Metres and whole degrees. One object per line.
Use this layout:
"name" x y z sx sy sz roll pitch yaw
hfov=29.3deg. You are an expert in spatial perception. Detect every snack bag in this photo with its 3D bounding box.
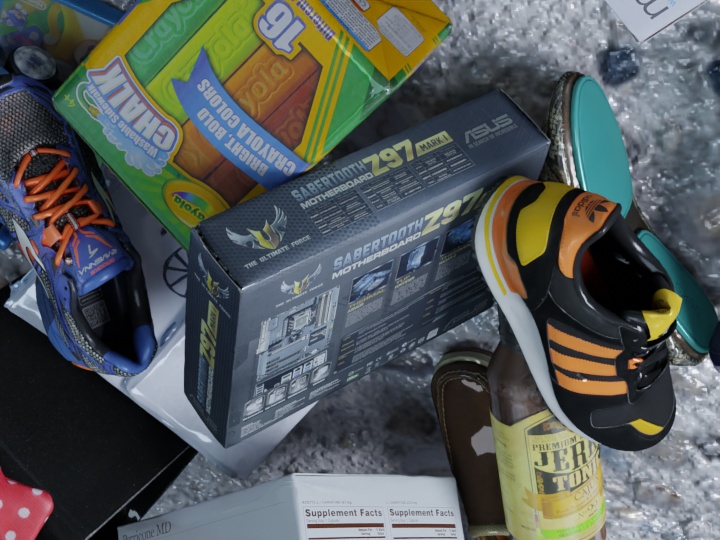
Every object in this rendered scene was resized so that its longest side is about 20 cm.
"snack bag" -0.092 0.013 0.869 0.200 0.021 0.189 40 101 -15

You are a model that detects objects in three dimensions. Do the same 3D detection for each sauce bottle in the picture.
"sauce bottle" 0.108 0.085 0.825 0.065 0.065 0.200 -1 119 21

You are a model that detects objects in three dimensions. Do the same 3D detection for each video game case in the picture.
"video game case" -0.181 -0.084 0.894 0.143 0.018 0.200 25 129 2

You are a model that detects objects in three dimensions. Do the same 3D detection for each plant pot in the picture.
"plant pot" -0.234 0.123 0.963 0.177 0.200 0.200 44 129 4

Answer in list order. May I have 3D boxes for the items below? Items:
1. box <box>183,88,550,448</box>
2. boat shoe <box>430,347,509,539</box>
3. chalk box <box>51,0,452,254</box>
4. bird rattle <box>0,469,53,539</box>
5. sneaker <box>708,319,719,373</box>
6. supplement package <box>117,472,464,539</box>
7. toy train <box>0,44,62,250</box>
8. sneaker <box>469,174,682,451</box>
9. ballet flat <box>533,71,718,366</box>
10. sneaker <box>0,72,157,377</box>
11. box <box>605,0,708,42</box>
"box" 0.000 0.000 0.757 0.051 0.200 0.158 51 152 24
"boat shoe" 0.099 0.147 0.914 0.075 0.075 0.202 -13 118 28
"chalk box" -0.071 -0.098 0.753 0.125 0.124 0.200 46 120 -4
"bird rattle" -0.278 0.151 0.852 0.200 0.113 0.163 24 132 15
"sneaker" 0.227 -0.033 0.740 0.108 0.070 0.200 31 122 -8
"supplement package" -0.039 0.246 0.880 0.147 0.200 0.191 10 155 -43
"toy train" -0.249 -0.053 0.857 0.087 0.114 0.200 36 129 -7
"sneaker" 0.137 0.034 0.736 0.090 0.070 0.200 10 143 49
"ballet flat" 0.136 -0.020 0.793 0.075 0.068 0.200 -10 123 41
"sneaker" -0.161 -0.022 0.785 0.078 0.075 0.200 25 144 52
"box" 0.140 -0.236 0.614 0.176 0.097 0.200 -33 108 36
